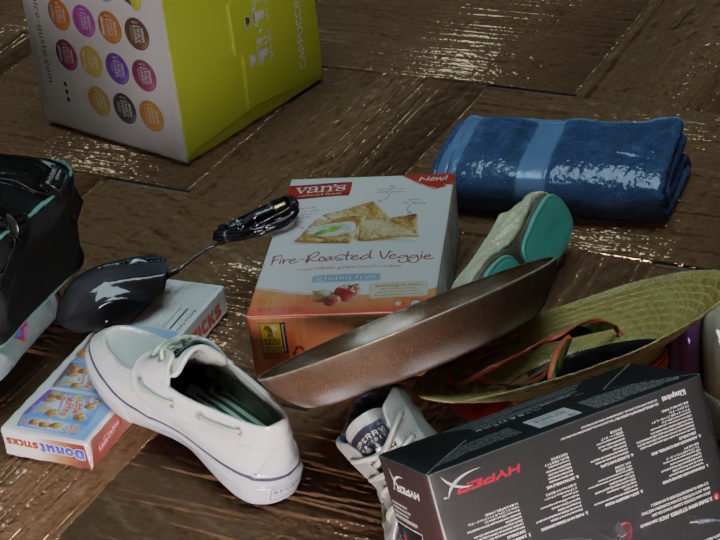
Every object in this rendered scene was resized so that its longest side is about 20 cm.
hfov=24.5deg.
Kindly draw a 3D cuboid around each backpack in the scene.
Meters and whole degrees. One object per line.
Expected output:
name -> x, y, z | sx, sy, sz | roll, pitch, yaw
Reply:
backpack -> -0.319, -0.007, 1.212 | 0.197, 0.155, 0.176 | 11, 32, 12

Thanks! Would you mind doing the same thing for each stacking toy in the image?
stacking toy -> 0.144, 0.068, 1.063 | 0.197, 0.086, 0.086 | -3, 31, 18

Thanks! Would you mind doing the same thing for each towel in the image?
towel -> 0.161, -0.086, 1.336 | 0.198, 0.049, 0.112 | 6, 34, 21

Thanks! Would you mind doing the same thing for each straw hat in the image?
straw hat -> 0.137, 0.075, 0.967 | 0.199, 0.086, 0.201 | -20, 7, 3

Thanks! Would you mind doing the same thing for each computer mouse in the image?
computer mouse -> -0.137, -0.012, 1.226 | 0.198, 0.034, 0.059 | -28, 20, -9

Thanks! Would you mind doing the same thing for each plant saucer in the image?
plant saucer -> 0.033, 0.042, 1.018 | 0.198, 0.032, 0.200 | -22, 0, 0

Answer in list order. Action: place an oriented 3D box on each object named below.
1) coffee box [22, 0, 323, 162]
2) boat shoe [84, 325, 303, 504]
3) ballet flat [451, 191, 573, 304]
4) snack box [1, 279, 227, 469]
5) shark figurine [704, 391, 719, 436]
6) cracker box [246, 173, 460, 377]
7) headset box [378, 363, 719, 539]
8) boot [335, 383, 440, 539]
coffee box -> -0.174, -0.248, 1.532 | 0.196, 0.202, 0.199 | 18, 39, 35
boat shoe -> -0.108, 0.074, 1.089 | 0.199, 0.067, 0.073 | 29, 41, 33
ballet flat -> 0.100, 0.010, 1.196 | 0.062, 0.068, 0.200 | -22, 16, 35
snack box -> -0.171, 0.068, 1.181 | 0.071, 0.025, 0.200 | 7, 34, 23
shark figurine -> 0.136, 0.155, 0.904 | 0.214, 0.128, 0.090 | -43, 82, -13
cracker box -> 0.000, 0.000, 1.221 | 0.132, 0.058, 0.201 | -2, 31, 9
headset box -> 0.110, 0.164, 0.798 | 0.147, 0.202, 0.075 | -18, 7, -16
boot -> 0.022, 0.124, 0.919 | 0.073, 0.096, 0.200 | -37, 8, 4
